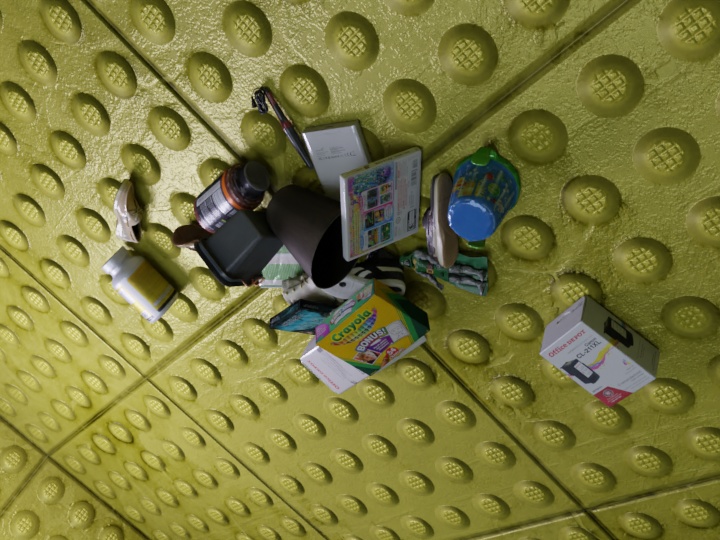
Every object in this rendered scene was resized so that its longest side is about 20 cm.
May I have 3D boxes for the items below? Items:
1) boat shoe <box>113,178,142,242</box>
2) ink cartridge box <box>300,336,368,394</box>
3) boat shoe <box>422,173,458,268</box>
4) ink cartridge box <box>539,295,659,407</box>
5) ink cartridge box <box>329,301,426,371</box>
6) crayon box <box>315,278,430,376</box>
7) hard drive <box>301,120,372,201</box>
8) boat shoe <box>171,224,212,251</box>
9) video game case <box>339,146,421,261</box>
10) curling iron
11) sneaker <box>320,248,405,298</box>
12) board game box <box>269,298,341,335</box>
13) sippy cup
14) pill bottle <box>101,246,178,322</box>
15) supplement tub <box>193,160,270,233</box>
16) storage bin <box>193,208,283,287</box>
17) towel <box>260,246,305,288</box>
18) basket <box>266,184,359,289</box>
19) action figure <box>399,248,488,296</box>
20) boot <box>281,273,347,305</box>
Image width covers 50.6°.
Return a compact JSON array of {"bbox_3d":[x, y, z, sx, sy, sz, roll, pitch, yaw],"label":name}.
[{"bbox_3d":[-0.576,-0.147,1.910,0.063,0.073,0.202,19,137,0],"label":"boat shoe"},{"bbox_3d":[-0.037,0.204,1.906,0.146,0.083,0.199,42,134,-11],"label":"ink cartridge box"},{"bbox_3d":[0.156,-0.102,1.545,0.064,0.072,0.204,16,129,37],"label":"boat shoe"},{"bbox_3d":[0.495,0.171,1.589,0.198,0.083,0.146,35,136,-5],"label":"ink cartridge box"},{"bbox_3d":[0.044,0.131,1.779,0.158,0.048,0.201,-33,125,5],"label":"ink cartridge box"},{"bbox_3d":[0.025,0.129,1.680,0.171,0.059,0.199,31,123,-30],"label":"crayon box"},{"bbox_3d":[-0.032,-0.209,1.587,0.129,0.026,0.203,-1,127,29],"label":"hard drive"},{"bbox_3d":[-0.368,-0.074,1.869,0.195,0.074,0.072,-2,157,26],"label":"boat shoe"},{"bbox_3d":[0.042,-0.131,1.523,0.024,0.179,0.203,46,149,41],"label":"video game case"},{"bbox_3d":[-0.158,-0.294,1.582,0.049,0.026,0.201,-27,111,34],"label":"curling iron"},{"bbox_3d":[0.000,0.000,1.678,0.194,0.114,0.074,7,139,-11],"label":"sneaker"},{"bbox_3d":[-0.125,0.115,1.837,0.132,0.029,0.199,11,159,-25],"label":"board game box"},{"bbox_3d":[0.225,-0.131,1.441,0.138,0.131,0.179,-21,115,39],"label":"sippy cup"},{"bbox_3d":[-0.592,0.034,2.041,0.200,0.113,0.111,47,134,-15],"label":"pill bottle"},{"bbox_3d":[-0.283,-0.168,1.704,0.107,0.108,0.198,46,133,-16],"label":"supplement tub"},{"bbox_3d":[-0.247,-0.051,1.686,0.134,0.199,0.146,-43,79,14],"label":"storage bin"},{"bbox_3d":[-0.209,-0.042,1.833,0.149,0.024,0.204,1,126,26],"label":"towel"},{"bbox_3d":[-0.101,-0.091,1.608,0.199,0.135,0.183,37,104,39],"label":"basket"},{"bbox_3d":[0.175,-0.002,1.638,0.196,0.055,0.120,15,136,22],"label":"action figure"},{"bbox_3d":[-0.120,0.014,1.780,0.151,0.073,0.203,-8,129,21],"label":"boot"}]
